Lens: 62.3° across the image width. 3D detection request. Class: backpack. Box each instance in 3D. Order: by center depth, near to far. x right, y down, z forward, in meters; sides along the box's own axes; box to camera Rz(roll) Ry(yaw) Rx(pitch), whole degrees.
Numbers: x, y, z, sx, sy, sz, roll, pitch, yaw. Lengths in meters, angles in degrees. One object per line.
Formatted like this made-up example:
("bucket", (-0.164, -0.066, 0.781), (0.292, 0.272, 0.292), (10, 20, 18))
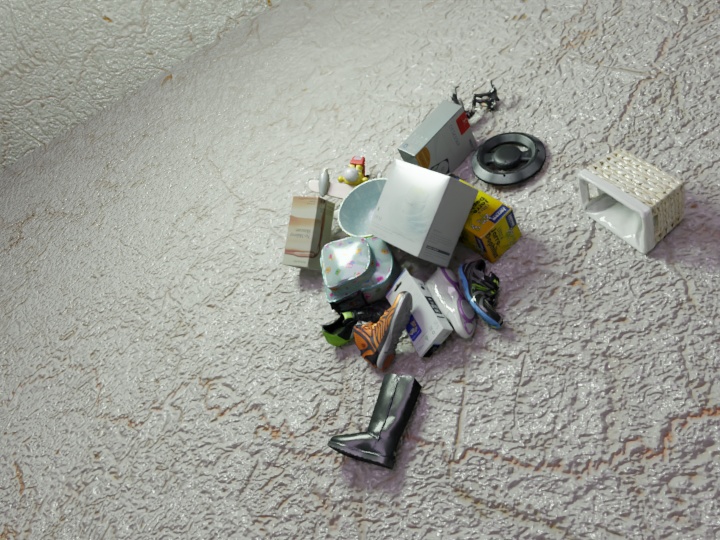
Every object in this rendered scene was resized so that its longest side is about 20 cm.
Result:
("backpack", (0.000, 0.000, 1.541), (0.198, 0.154, 0.177), (-15, 53, 6))

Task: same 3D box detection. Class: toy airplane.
("toy airplane", (-0.028, -0.241, 1.751), (0.199, 0.141, 0.200), (-30, 64, -12))

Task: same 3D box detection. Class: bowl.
("bowl", (0.048, -0.145, 1.652), (0.199, 0.108, 0.201), (-14, 52, 19))

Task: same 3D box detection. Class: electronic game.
("electronic game", (0.399, -0.304, 1.613), (0.198, 0.042, 0.201), (-11, 51, 13))

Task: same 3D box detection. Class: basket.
("basket", (0.600, -0.160, 1.319), (0.123, 0.136, 0.200), (-35, 45, -3))

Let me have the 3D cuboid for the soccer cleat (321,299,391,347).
("soccer cleat", (-0.003, 0.125, 1.491), (0.199, 0.081, 0.068), (-28, 46, 6))

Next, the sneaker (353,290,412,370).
("sneaker", (0.044, 0.127, 1.410), (0.112, 0.077, 0.201), (28, 102, 29))

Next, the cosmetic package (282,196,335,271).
("cosmetic package", (-0.147, -0.105, 1.701), (0.103, 0.087, 0.202), (4, 85, 34))

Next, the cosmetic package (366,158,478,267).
("cosmetic package", (0.147, -0.143, 1.453), (0.199, 0.122, 0.201), (29, 99, 46))

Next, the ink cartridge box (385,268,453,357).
("ink cartridge box", (0.136, 0.099, 1.418), (0.100, 0.039, 0.201), (-54, 46, 30))

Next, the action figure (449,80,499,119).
("action figure", (0.303, -0.486, 1.766), (0.199, 0.119, 0.103), (-24, 80, 4))

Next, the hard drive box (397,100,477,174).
("hard drive box", (0.219, -0.348, 1.678), (0.200, 0.156, 0.077), (-48, 47, -9))

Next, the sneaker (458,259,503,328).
("sneaker", (0.288, 0.047, 1.386), (0.082, 0.071, 0.201), (-30, 43, 16))

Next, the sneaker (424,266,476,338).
("sneaker", (0.209, 0.089, 1.417), (0.100, 0.075, 0.201), (-44, 43, 26))

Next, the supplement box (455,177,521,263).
("supplement box", (0.286, -0.128, 1.496), (0.109, 0.109, 0.200), (-44, 45, -6))

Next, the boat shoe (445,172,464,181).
("boat shoe", (0.209, -0.187, 1.616), (0.200, 0.075, 0.062), (-45, 39, -15))

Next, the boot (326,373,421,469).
("boot", (0.031, 0.322, 1.328), (0.164, 0.066, 0.201), (9, 64, 26))
